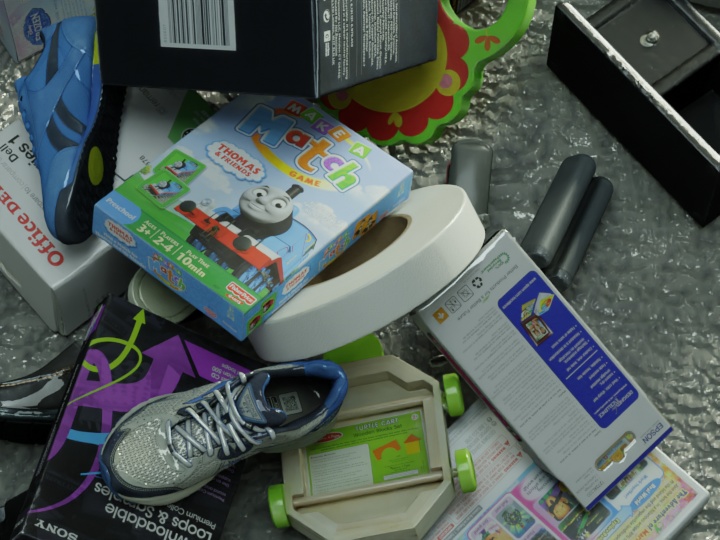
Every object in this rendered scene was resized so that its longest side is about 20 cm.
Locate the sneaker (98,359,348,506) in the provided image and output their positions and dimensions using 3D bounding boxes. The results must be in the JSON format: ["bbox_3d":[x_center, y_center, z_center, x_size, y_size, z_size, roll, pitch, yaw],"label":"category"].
[{"bbox_3d":[-0.095,0.105,1.576,0.199,0.085,0.078,-22,80,-28],"label":"sneaker"}]

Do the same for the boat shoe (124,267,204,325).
[{"bbox_3d":[-0.115,-0.012,1.731,0.075,0.066,0.199,45,56,-3],"label":"boat shoe"}]

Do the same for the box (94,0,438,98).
[{"bbox_3d":[-0.070,-0.210,1.692,0.198,0.125,0.196,6,17,29],"label":"box"}]

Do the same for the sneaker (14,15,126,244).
[{"bbox_3d":[-0.230,-0.107,1.691,0.078,0.066,0.202,-2,60,12],"label":"sneaker"}]

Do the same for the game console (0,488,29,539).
[{"bbox_3d":[-0.193,0.261,1.620,0.175,0.116,0.201,-29,62,19],"label":"game console"}]

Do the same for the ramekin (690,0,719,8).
[{"bbox_3d":[0.315,-0.318,1.868,0.198,0.105,0.202,0,63,0],"label":"ramekin"}]

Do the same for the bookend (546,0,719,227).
[{"bbox_3d":[0.293,-0.177,1.802,0.199,0.092,0.199,-34,68,-17],"label":"bookend"}]

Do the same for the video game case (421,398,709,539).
[{"bbox_3d":[0.133,0.180,1.660,0.182,0.024,0.200,41,69,18],"label":"video game case"}]

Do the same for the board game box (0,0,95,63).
[{"bbox_3d":[-0.219,-0.283,1.796,0.199,0.200,0.041,-30,65,-16],"label":"board game box"}]

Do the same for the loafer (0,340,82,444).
[{"bbox_3d":[-0.217,0.090,1.674,0.198,0.073,0.073,0,73,-12],"label":"loafer"}]

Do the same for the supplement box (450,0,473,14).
[{"bbox_3d":[0.094,-0.304,1.884,0.200,0.061,0.109,-39,70,-19],"label":"supplement box"}]

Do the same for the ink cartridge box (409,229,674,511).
[{"bbox_3d":[0.136,0.075,1.652,0.095,0.037,0.200,-41,90,-10],"label":"ink cartridge box"}]

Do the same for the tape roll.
[{"bbox_3d":[0.000,0.000,1.664,0.202,0.203,0.037,-34,106,-16],"label":"tape roll"}]

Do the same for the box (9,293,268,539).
[{"bbox_3d":[-0.156,0.134,1.606,0.142,0.036,0.201,25,63,-14],"label":"box"}]

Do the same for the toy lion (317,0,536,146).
[{"bbox_3d":[0.050,-0.201,1.785,0.198,0.069,0.194,-12,88,19],"label":"toy lion"}]

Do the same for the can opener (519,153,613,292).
[{"bbox_3d":[0.139,-0.008,1.733,0.066,0.053,0.201,-6,44,47],"label":"can opener"}]

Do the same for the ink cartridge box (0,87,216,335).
[{"bbox_3d":[-0.207,-0.069,1.750,0.200,0.085,0.146,-39,69,-19],"label":"ink cartridge box"}]

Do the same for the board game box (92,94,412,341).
[{"bbox_3d":[-0.080,-0.052,1.657,0.151,0.037,0.200,34,52,20],"label":"board game box"}]

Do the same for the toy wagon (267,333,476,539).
[{"bbox_3d":[0.004,0.119,1.667,0.154,0.040,0.201,-11,52,5],"label":"toy wagon"}]

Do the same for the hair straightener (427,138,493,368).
[{"bbox_3d":[0.077,-0.017,1.729,0.041,0.077,0.202,12,63,1],"label":"hair straightener"}]
